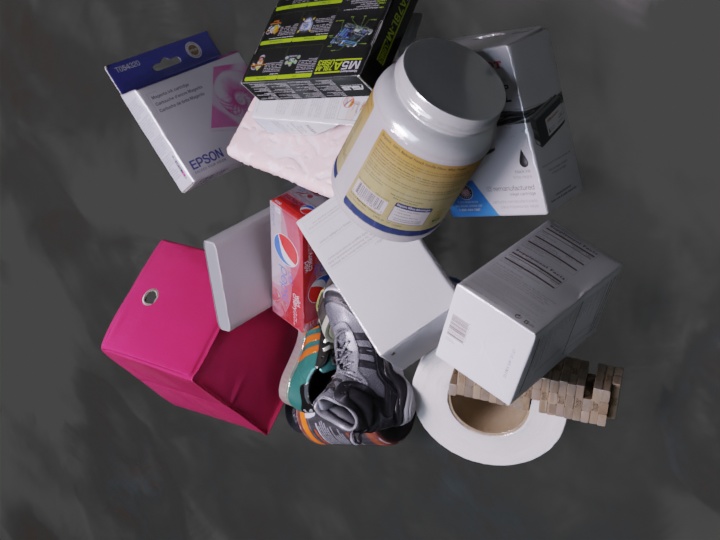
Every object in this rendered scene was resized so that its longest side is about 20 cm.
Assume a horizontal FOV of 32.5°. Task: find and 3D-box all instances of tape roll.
[{"bbox_3d":[0.170,0.148,1.568,0.202,0.071,0.203,9,122,14],"label":"tape roll"}]

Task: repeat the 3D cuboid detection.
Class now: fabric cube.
[{"bbox_3d":[-0.217,0.097,1.816,0.199,0.197,0.200,13,158,39],"label":"fabric cube"}]

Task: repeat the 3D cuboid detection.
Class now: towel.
[{"bbox_3d":[-0.053,-0.199,1.576,0.200,0.192,0.032,23,172,32],"label":"towel"}]

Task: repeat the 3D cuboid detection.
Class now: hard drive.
[{"bbox_3d":[-0.129,-0.017,1.713,0.027,0.200,0.132,13,122,38],"label":"hard drive"}]

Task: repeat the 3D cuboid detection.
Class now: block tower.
[{"bbox_3d":[0.207,0.131,1.469,0.199,0.054,0.058,9,123,13],"label":"block tower"}]

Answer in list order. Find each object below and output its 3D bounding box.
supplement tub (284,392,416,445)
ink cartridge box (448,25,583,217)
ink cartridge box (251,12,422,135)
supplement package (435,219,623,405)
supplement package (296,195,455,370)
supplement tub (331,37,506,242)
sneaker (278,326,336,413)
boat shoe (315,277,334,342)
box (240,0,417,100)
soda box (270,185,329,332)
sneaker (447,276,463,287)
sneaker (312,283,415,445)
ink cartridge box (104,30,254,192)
[{"bbox_3d":[-0.022,0.203,1.810,0.200,0.107,0.107,-8,107,45],"label":"supplement tub"},{"bbox_3d":[0.159,-0.170,1.436,0.144,0.084,0.201,0,113,44],"label":"ink cartridge box"},{"bbox_3d":[-0.024,-0.246,1.536,0.199,0.047,0.161,9,75,28],"label":"ink cartridge box"},{"bbox_3d":[0.197,0.045,1.437,0.109,0.200,0.114,34,132,24],"label":"supplement package"},{"bbox_3d":[0.032,0.001,1.492,0.200,0.117,0.117,58,-176,19],"label":"supplement package"},{"bbox_3d":[0.064,-0.143,1.371,0.144,0.144,0.200,46,137,13],"label":"supplement tub"},{"bbox_3d":[-0.049,0.107,1.762,0.080,0.071,0.201,18,93,42],"label":"sneaker"},{"bbox_3d":[0.000,0.000,1.629,0.202,0.072,0.061,-58,37,22],"label":"boat shoe"},{"bbox_3d":[-0.029,-0.295,1.476,0.199,0.194,0.047,4,157,41],"label":"box"},{"bbox_3d":[-0.077,-0.015,1.661,0.070,0.063,0.201,35,140,32],"label":"soda box"},{"bbox_3d":[0.056,0.033,1.652,0.200,0.085,0.077,14,122,39],"label":"sneaker"},{"bbox_3d":[-0.016,0.119,1.550,0.075,0.114,0.201,-31,85,54],"label":"sneaker"},{"bbox_3d":[-0.217,-0.227,1.679,0.043,0.196,0.200,-31,91,47],"label":"ink cartridge box"}]
